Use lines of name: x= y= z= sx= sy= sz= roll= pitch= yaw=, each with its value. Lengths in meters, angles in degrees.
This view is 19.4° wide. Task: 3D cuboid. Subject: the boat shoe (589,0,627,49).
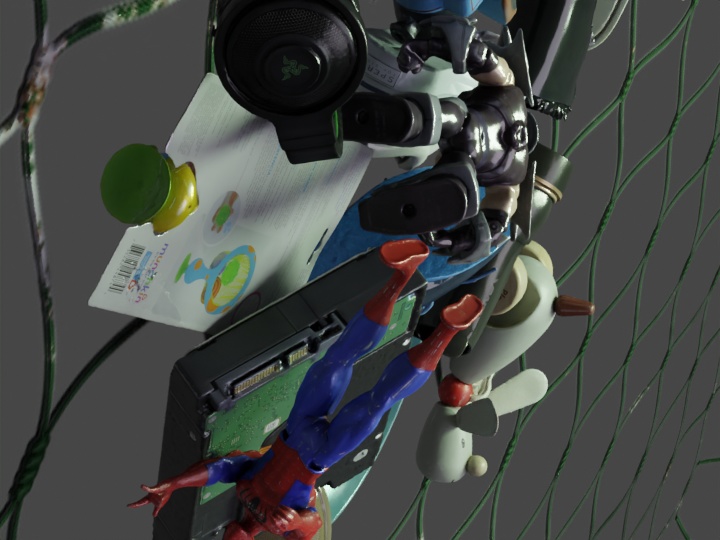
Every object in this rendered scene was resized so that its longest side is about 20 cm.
boat shoe: x=0.190 y=-0.244 z=1.455 sx=0.062 sy=0.074 sz=0.201 roll=-76 pitch=-169 yaw=-73

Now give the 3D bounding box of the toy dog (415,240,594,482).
toy dog: x=0.113 y=0.070 z=1.580 sx=0.132 sy=0.096 sz=0.201 roll=-46 pitch=152 yaw=-49

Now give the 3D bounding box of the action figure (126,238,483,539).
action figure: x=-0.032 y=0.080 z=0.999 sx=0.099 sy=0.065 sz=0.201 roll=-21 pitch=151 yaw=-53

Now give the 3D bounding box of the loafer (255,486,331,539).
loafer: x=-0.074 y=0.202 z=1.230 sx=0.067 sy=0.075 sz=0.202 roll=-28 pitch=138 yaw=-72

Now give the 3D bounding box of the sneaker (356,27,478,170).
sneaker: x=0.032 y=-0.097 z=1.215 sx=0.071 sy=0.073 sz=0.200 roll=-59 pitch=157 yaw=16

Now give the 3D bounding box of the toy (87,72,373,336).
toy: x=-0.069 y=-0.031 z=1.013 sx=0.116 sy=0.047 sz=0.200 roll=-63 pitch=160 yaw=4

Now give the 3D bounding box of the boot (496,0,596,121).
boot: x=0.120 y=-0.182 z=1.345 sx=0.198 sy=0.073 sz=0.164 roll=-15 pitch=125 yaw=-73

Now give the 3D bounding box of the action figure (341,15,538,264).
action figure: x=0.046 y=-0.067 z=1.087 sx=0.200 sy=0.069 sz=0.131 roll=-19 pitch=97 yaw=-67

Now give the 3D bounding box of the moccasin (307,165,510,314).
moccasin: x=0.000 y=0.000 z=1.191 sx=0.199 sy=0.081 sz=0.068 roll=-24 pitch=162 yaw=-26

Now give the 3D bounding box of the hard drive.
hard drive: x=-0.042 y=0.077 z=1.112 sx=0.139 sy=0.038 sz=0.201 roll=-30 pitch=157 yaw=-24

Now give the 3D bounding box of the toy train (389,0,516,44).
toy train: x=0.047 y=-0.196 z=1.105 sx=0.114 sy=0.086 sz=0.200 roll=-51 pitch=160 yaw=-18

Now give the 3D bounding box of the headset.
headset: x=-0.047 y=-0.126 z=0.907 sx=0.200 sy=0.093 sz=0.124 roll=78 pitch=5 yaw=-61

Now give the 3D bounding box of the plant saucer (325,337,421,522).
plant saucer: x=-0.012 y=0.078 z=1.343 sx=0.201 sy=0.027 sz=0.201 roll=-55 pitch=158 yaw=-35

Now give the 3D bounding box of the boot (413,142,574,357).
boot: x=0.060 y=-0.008 z=1.328 sx=0.139 sy=0.077 sz=0.200 roll=-64 pitch=180 yaw=-8
